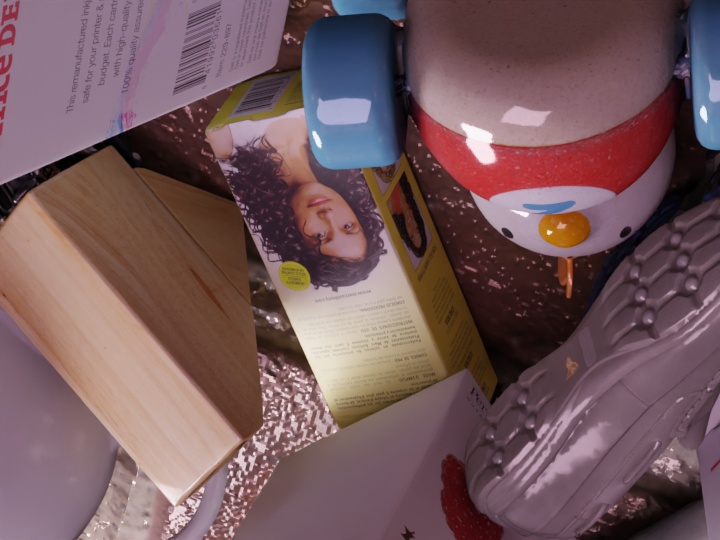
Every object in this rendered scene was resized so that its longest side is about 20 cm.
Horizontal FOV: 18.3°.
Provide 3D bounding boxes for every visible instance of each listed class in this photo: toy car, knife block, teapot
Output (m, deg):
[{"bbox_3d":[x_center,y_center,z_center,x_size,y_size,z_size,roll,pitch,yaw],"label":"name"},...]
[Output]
[{"bbox_3d":[0.085,-0.057,0.942,0.182,0.178,0.201,-3,135,10],"label":"toy car"},{"bbox_3d":[-0.140,-0.003,1.056,0.174,0.201,0.064,18,135,-30],"label":"knife block"},{"bbox_3d":[-0.186,0.052,1.124,0.146,0.197,0.200,-47,128,3],"label":"teapot"}]

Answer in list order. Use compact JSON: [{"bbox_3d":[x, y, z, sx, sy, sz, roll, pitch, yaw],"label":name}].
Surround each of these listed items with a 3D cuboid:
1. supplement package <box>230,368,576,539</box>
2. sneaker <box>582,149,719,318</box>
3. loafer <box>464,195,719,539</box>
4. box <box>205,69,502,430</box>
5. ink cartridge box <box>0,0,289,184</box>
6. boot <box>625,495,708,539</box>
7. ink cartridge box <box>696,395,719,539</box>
[{"bbox_3d":[0.011,0.156,1.009,0.119,0.200,0.122,-28,104,25],"label":"supplement package"},{"bbox_3d":[0.167,0.003,0.999,0.085,0.077,0.200,33,129,-8],"label":"sneaker"},{"bbox_3d":[0.126,0.043,0.958,0.069,0.070,0.200,28,123,-26],"label":"loafer"},{"bbox_3d":[0.000,0.000,1.077,0.075,0.050,0.201,-11,119,27],"label":"box"},{"bbox_3d":[-0.118,-0.133,0.929,0.087,0.199,0.146,36,133,24],"label":"ink cartridge box"},{"bbox_3d":[0.127,0.150,1.117,0.181,0.073,0.199,37,136,-23],"label":"boot"},{"bbox_3d":[0.230,0.086,0.993,0.198,0.067,0.116,19,131,-19],"label":"ink cartridge box"}]
